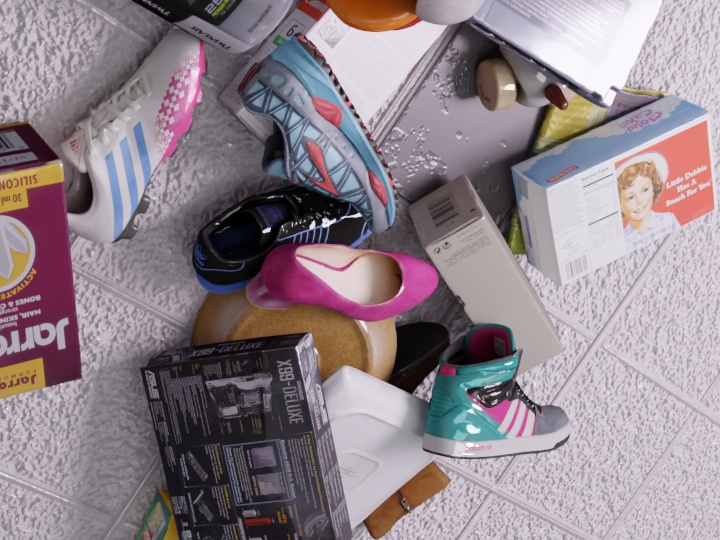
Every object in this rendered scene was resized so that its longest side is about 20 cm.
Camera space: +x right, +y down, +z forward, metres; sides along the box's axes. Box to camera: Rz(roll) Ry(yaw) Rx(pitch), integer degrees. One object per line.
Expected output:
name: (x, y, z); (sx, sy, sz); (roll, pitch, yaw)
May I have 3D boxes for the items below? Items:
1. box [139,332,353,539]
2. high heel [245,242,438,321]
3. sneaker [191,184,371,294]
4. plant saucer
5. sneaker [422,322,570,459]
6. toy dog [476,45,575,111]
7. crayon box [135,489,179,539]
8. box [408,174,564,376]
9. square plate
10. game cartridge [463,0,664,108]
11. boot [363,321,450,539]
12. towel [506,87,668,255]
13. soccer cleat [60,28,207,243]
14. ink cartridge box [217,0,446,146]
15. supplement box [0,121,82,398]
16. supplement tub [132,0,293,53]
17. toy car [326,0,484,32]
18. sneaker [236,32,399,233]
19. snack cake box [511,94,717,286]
box: (-0.103, 0.166, 1.377); (0.156, 0.050, 0.202); (-9, 100, 18)
high heel: (0.000, 0.000, 1.351); (0.198, 0.096, 0.068); (4, 69, -28)
sneaker: (-0.059, -0.043, 1.362); (0.199, 0.071, 0.078); (-27, 163, -15)
plant saucer: (-0.061, 0.081, 1.420); (0.198, 0.035, 0.203); (-3, 110, -8)
sneaker: (0.139, 0.113, 1.474); (0.199, 0.083, 0.122); (-1, 98, -47)
toy dog: (0.165, -0.227, 1.397); (0.131, 0.096, 0.201); (-31, 125, -13)
crayon box: (-0.160, 0.331, 1.510); (0.171, 0.058, 0.202); (17, 104, -34)
box: (0.125, 0.009, 1.491); (0.068, 0.082, 0.201); (-28, 125, 8)
square plate: (-0.017, 0.187, 1.459); (0.198, 0.029, 0.199); (-43, 137, 19)
game cartridge: (0.174, -0.249, 1.344); (0.199, 0.040, 0.134); (28, 91, -26)
boot: (0.047, 0.167, 1.542); (0.188, 0.068, 0.201); (-41, 127, -7)
towel: (0.229, -0.101, 1.542); (0.142, 0.023, 0.202); (9, 108, -33)
soccer cleat: (-0.197, -0.116, 1.263); (0.086, 0.070, 0.202); (18, 104, -35)
ink cartridge box: (-0.021, -0.188, 1.341); (0.200, 0.050, 0.109); (-49, 127, -1)
supplement box: (-0.310, -0.004, 1.234); (0.130, 0.103, 0.202); (-14, 120, -24)
supplement tub: (-0.151, -0.265, 1.184); (0.199, 0.122, 0.123); (25, 100, -36)
toy car: (0.043, -0.271, 1.226); (0.200, 0.174, 0.150); (-48, 168, -31)
sneaker: (-0.039, -0.106, 1.305); (0.095, 0.079, 0.201); (-31, 119, 3)
snack cake box: (0.257, -0.082, 1.511); (0.198, 0.067, 0.116); (-24, 122, -17)
